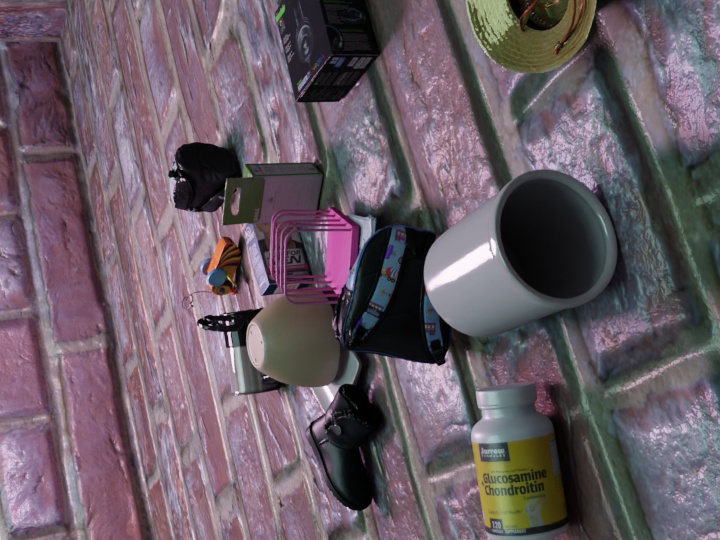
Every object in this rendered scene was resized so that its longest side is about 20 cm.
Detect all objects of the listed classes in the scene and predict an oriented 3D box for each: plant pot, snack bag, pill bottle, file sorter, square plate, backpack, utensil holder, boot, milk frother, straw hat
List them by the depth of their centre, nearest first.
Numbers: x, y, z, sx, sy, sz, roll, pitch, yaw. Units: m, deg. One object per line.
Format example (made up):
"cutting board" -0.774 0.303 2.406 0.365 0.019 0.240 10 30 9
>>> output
"straw hat" 0.227 -0.333 1.138 0.201 0.085 0.201 25 124 45
"utensil holder" 0.193 -0.011 1.188 0.200 0.170 0.170 142 118 -62
"pill bottle" 0.210 0.256 1.270 0.112 0.112 0.200 -15 83 63
"backpack" 0.058 0.030 1.454 0.135 0.182 0.200 -149 70 -77
"snack bag" 0.000 0.000 1.610 0.189 0.021 0.200 -155 66 -76
"file sorter" -0.088 -0.028 1.661 0.200 0.125 0.139 -135 47 -71
"boot" -0.013 0.328 1.754 0.200 0.076 0.168 59 138 20
"plant pot" -0.144 0.138 1.844 0.200 0.134 0.200 22 116 59
"square plate" -0.055 0.187 1.859 0.198 0.028 0.200 57 142 42
"milk frother" -0.269 0.183 2.090 0.180 0.200 0.188 -11 86 59
"backpack" -0.389 -0.225 2.302 0.200 0.167 0.127 128 149 -58

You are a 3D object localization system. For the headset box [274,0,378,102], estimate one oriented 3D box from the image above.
"headset box" -0.065 -0.426 1.672 0.174 0.093 0.200 -36 64 59

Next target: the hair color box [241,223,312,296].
"hair color box" -0.178 -0.053 1.966 0.061 0.100 0.200 -49 53 54

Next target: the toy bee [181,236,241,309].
"toy bee" -0.344 0.013 2.326 0.200 0.109 0.131 -41 48 29

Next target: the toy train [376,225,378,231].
"toy train" 0.045 -0.048 1.607 0.200 0.034 0.046 24 115 59

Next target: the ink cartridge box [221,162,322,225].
"ink cartridge box" -0.180 -0.150 1.836 0.059 0.200 0.104 51 138 46
